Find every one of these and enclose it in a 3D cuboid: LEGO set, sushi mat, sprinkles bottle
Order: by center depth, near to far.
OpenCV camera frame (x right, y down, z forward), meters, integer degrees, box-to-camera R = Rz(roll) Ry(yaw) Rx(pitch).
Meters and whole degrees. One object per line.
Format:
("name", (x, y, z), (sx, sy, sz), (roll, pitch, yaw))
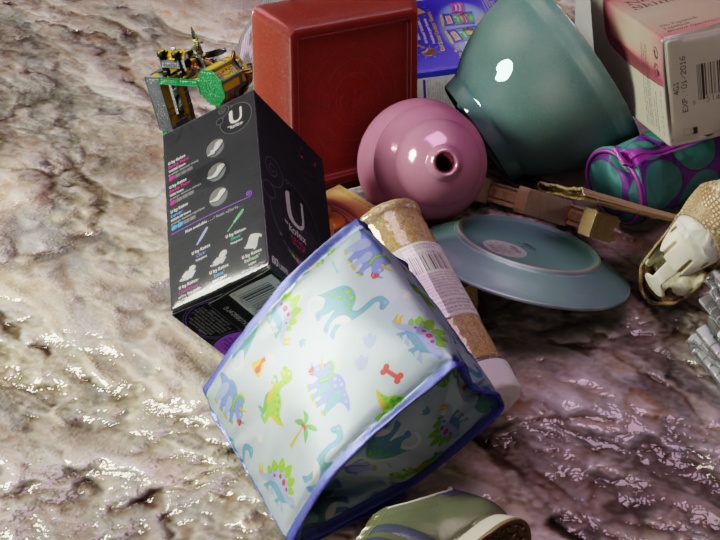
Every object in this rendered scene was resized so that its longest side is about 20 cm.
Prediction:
("sprinkles bottle", (0.062, 0.035, 1.374), (0.068, 0.068, 0.201), (-18, 61, -18))
("sushi mat", (0.264, -0.052, 1.484), (0.198, 0.012, 0.096), (12, 3, -23))
("LEGO set", (-0.123, -0.147, 1.637), (0.153, 0.202, 0.116), (0, 27, 46))

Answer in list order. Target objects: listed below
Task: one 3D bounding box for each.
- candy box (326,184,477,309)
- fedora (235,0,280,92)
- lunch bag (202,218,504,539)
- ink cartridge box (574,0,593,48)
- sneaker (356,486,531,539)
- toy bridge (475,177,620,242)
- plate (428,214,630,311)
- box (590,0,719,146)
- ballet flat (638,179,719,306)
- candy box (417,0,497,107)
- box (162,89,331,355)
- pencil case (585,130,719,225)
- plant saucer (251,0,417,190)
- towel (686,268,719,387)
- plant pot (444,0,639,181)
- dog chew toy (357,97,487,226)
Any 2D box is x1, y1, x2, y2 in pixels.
("candy box", (0.000, 0.000, 1.508), (0.116, 0.057, 0.199), (-27, 39, -29))
("fedora", (-0.072, -0.246, 1.758), (0.176, 0.090, 0.202), (-22, 45, 52))
("lunch bag", (-0.015, 0.096, 1.284), (0.200, 0.127, 0.170), (-40, 53, 5))
("ink cartridge box", (0.362, -0.290, 1.851), (0.199, 0.085, 0.144), (-21, 37, -24))
("sneaker", (0.022, 0.218, 1.189), (0.199, 0.068, 0.090), (-24, 31, -25))
("toy bridge", (0.176, -0.061, 1.569), (0.067, 0.027, 0.199), (12, 6, -39))
("plate", (0.149, -0.015, 1.473), (0.198, 0.026, 0.200), (12, 20, -5))
("box", (0.315, -0.212, 1.573), (0.127, 0.110, 0.200), (-14, 25, -8))
("ballet flat", (0.284, -0.014, 1.399), (0.065, 0.200, 0.071), (-37, 74, -16))
("candy box", (0.068, -0.232, 1.814), (0.198, 0.078, 0.170), (-7, 36, -4))
("box", (-0.097, -0.035, 1.440), (0.105, 0.122, 0.201), (-24, 51, 20))
("pencil case", (0.320, -0.114, 1.597), (0.199, 0.093, 0.085), (-24, 64, -23))
("plant saucer", (-0.014, -0.169, 1.593), (0.198, 0.202, 0.037), (-16, 26, -36))
("towel", (0.384, 0.063, 1.339), (0.164, 0.086, 0.200), (-13, 35, -12))
("plant pot", (0.169, -0.174, 1.642), (0.134, 0.201, 0.201), (-36, 37, 3))
("dog chew toy", (0.064, -0.099, 1.524), (0.123, 0.126, 0.200), (-9, 5, -6))
